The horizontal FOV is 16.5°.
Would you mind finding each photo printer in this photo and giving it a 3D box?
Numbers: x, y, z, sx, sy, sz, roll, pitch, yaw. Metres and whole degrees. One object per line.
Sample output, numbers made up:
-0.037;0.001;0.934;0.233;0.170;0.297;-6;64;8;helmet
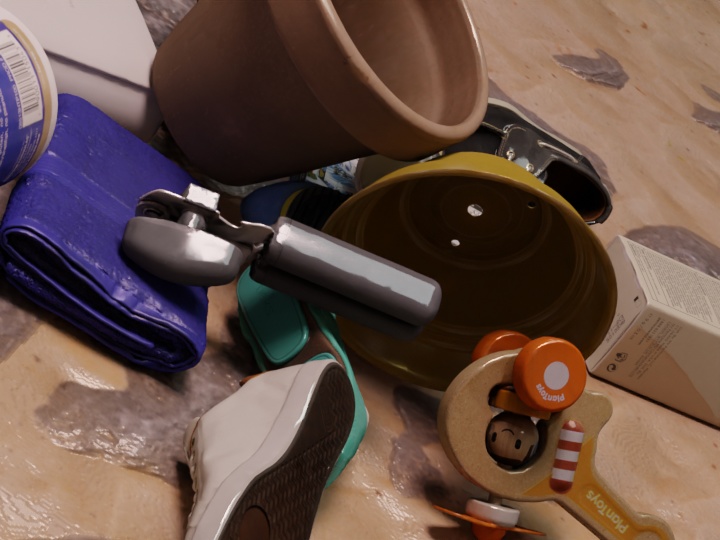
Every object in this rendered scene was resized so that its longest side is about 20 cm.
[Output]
-0.239;-0.171;1.678;0.200;0.069;0.166;19;31;-34;photo printer

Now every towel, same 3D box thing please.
-0.158;-0.022;1.567;0.148;0.050;0.200;37;24;-17;towel

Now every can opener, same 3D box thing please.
-0.051;0.005;1.533;0.200;0.053;0.067;23;60;-9;can opener

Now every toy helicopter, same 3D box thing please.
0.126;0.139;1.596;0.200;0.132;0.079;44;-14;-20;toy helicopter

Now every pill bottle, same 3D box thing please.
-0.273;-0.082;1.427;0.120;0.120;0.200;41;29;8;pill bottle

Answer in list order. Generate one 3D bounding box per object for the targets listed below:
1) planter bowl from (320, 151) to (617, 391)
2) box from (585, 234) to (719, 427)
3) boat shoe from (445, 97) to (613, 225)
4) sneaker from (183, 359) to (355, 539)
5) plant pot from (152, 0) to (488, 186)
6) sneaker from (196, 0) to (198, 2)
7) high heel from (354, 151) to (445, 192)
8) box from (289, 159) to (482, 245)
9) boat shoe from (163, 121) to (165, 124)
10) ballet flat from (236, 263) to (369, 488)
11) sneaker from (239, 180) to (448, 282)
0.071;-0.016;1.629;0.200;0.200;0.084;29;42;-17;planter bowl
0.266;0.058;1.928;0.200;0.078;0.095;24;29;-26;box
0.121;-0.086;1.994;0.200;0.072;0.068;20;26;-36;boat shoe
-0.072;0.129;1.417;0.200;0.085;0.073;-59;135;-50;sneaker
-0.041;-0.142;1.649;0.200;0.174;0.200;40;36;-37;plant pot
-0.075;-0.204;1.861;0.086;0.078;0.200;56;-4;10;sneaker
0.053;-0.070;1.809;0.143;0.071;0.200;32;29;-48;high heel
0.039;-0.027;1.827;0.200;0.040;0.137;32;26;-10;box
-0.073;-0.140;1.822;0.200;0.072;0.076;-14;84;-51;boat shoe
-0.026;0.072;1.555;0.070;0.067;0.200;38;22;-39;ballet flat
0.000;0.000;1.705;0.200;0.066;0.078;37;-16;-31;sneaker
